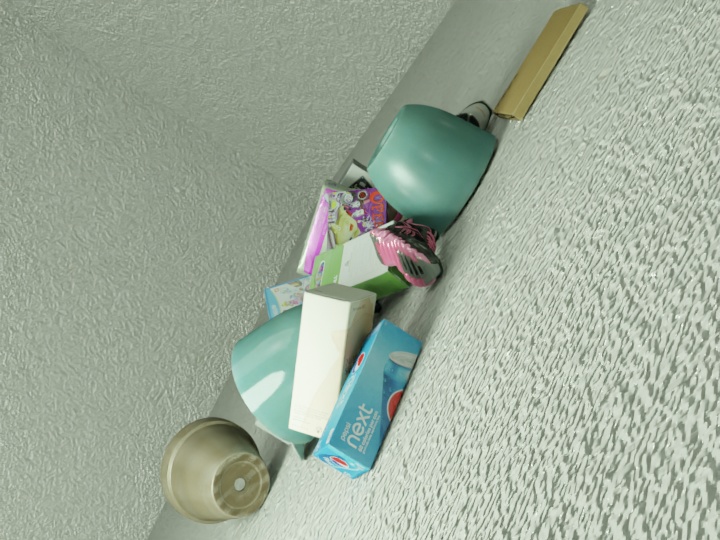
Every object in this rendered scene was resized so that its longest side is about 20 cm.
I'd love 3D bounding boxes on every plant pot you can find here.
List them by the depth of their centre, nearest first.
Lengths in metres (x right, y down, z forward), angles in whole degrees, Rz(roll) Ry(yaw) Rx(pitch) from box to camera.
[{"bbox_3d":[-0.081,0.146,1.532,0.160,0.201,0.201,-39,16,22],"label":"plant pot"},{"bbox_3d":[0.108,-0.182,1.618,0.202,0.159,0.201,-58,8,13],"label":"plant pot"},{"bbox_3d":[-0.257,0.387,1.802,0.173,0.199,0.202,-1,56,62],"label":"plant pot"}]

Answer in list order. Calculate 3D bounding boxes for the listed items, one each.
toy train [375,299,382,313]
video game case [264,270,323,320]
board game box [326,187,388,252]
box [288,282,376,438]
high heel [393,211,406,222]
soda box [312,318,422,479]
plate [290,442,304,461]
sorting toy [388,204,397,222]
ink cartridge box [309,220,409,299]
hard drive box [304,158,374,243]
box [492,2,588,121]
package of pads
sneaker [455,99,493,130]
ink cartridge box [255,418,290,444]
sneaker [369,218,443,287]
[{"bbox_3d":[-0.043,0.098,1.697,0.199,0.056,0.042,-34,-38,-18],"label":"toy train"},{"bbox_3d":[-0.078,0.053,1.800,0.196,0.018,0.144,-17,39,-2],"label":"video game case"},{"bbox_3d":[-0.006,-0.058,1.806,0.032,0.118,0.204,65,-157,-64],"label":"board game box"},{"bbox_3d":[-0.040,0.128,1.365,0.095,0.076,0.204,-17,-64,-64],"label":"box"},{"bbox_3d":[0.081,-0.064,1.778,0.202,0.067,0.097,-61,-8,-29],"label":"high heel"},{"bbox_3d":[0.012,0.171,1.291,0.064,0.067,0.202,-45,17,58],"label":"soda box"},{"bbox_3d":[-0.132,0.228,1.637,0.025,0.203,0.200,-24,6,-6],"label":"plate"},{"bbox_3d":[0.097,-0.190,1.891,0.201,0.036,0.187,-56,-16,-54],"label":"sorting toy"},{"bbox_3d":[0.000,0.000,1.675,0.198,0.059,0.105,-22,47,39],"label":"ink cartridge box"},{"bbox_3d":[-0.005,-0.110,2.061,0.202,0.154,0.077,-58,8,12],"label":"hard drive box"},{"bbox_3d":[0.290,-0.337,1.564,0.202,0.021,0.164,-58,9,7],"label":"box"},{"bbox_3d":[-0.032,-0.069,1.994,0.068,0.152,0.203,-76,4,-76],"label":"package of pads"},{"bbox_3d":[0.181,-0.239,1.766,0.080,0.074,0.200,-45,2,-36],"label":"sneaker"},{"bbox_3d":[-0.104,0.205,1.796,0.201,0.082,0.147,-53,11,36],"label":"ink cartridge box"},{"bbox_3d":[0.089,-0.039,1.508,0.094,0.080,0.200,-24,26,-15],"label":"sneaker"}]
